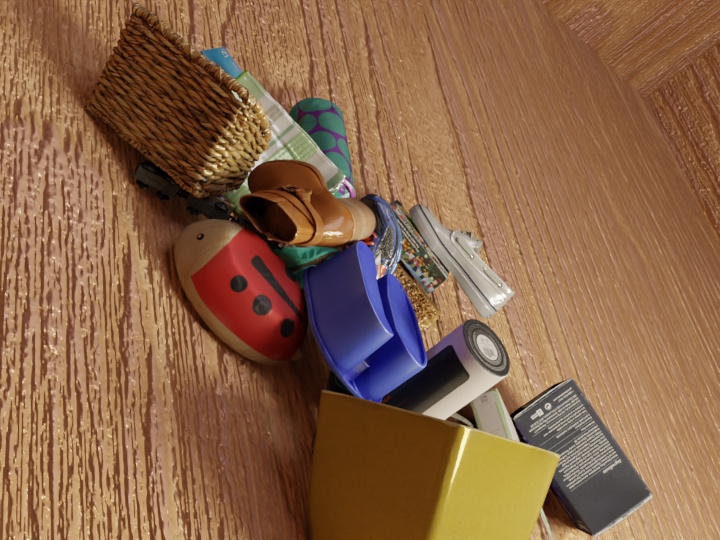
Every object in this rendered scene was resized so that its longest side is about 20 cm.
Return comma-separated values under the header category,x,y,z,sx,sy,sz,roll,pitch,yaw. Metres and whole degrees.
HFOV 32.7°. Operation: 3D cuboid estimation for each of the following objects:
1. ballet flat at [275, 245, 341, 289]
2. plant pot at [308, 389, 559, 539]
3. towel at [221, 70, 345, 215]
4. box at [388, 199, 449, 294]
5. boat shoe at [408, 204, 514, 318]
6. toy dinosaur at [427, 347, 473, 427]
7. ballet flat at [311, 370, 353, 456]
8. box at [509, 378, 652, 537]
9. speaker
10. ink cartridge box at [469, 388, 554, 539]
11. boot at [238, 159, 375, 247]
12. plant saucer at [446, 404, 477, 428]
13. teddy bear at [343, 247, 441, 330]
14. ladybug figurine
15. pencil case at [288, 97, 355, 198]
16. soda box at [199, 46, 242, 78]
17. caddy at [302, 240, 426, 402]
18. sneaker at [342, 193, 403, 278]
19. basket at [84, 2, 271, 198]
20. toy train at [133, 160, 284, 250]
category,x,y,z,sx,sy,sz,roll,pitch,yaw
ballet flat,-0.076,-0.010,1.573,0.070,0.068,0.200,42,20,18
plant pot,0.060,0.255,1.287,0.194,0.195,0.201,23,81,-47
towel,-0.129,-0.148,1.599,0.200,0.031,0.149,48,64,-3
box,0.076,-0.038,1.822,0.137,0.038,0.200,53,7,-1
boat shoe,0.152,-0.026,1.821,0.201,0.067,0.074,54,7,3
toy dinosaur,0.075,0.131,1.587,0.200,0.047,0.089,39,28,-37
ballet flat,-0.019,0.166,1.439,0.074,0.074,0.200,47,25,-10
box,0.306,0.265,1.750,0.201,0.104,0.148,56,-3,8
speaker,0.083,0.144,1.480,0.081,0.200,0.082,33,35,-27
ink cartridge box,0.205,0.277,1.630,0.146,0.048,0.201,62,11,-48
boot,-0.096,-0.083,1.458,0.199,0.074,0.154,22,18,33
plant saucer,0.104,0.197,1.640,0.200,0.037,0.201,39,30,-27
teddy bear,0.027,0.008,1.730,0.200,0.067,0.145,48,8,-8
ladybug figurine,-0.127,0.020,1.411,0.200,0.072,0.136,49,40,-11
pencil case,-0.060,-0.160,1.764,0.201,0.092,0.085,-100,178,-49
soda box,-0.163,-0.204,1.671,0.200,0.064,0.068,53,26,2
caddy,-0.005,0.064,1.431,0.141,0.105,0.201,48,18,-35
sneaker,0.000,0.000,1.563,0.078,0.075,0.202,19,78,-59
basket,-0.196,-0.205,1.464,0.200,0.149,0.143,38,23,14
toy train,-0.179,-0.076,1.470,0.199,0.034,0.046,28,15,-14
